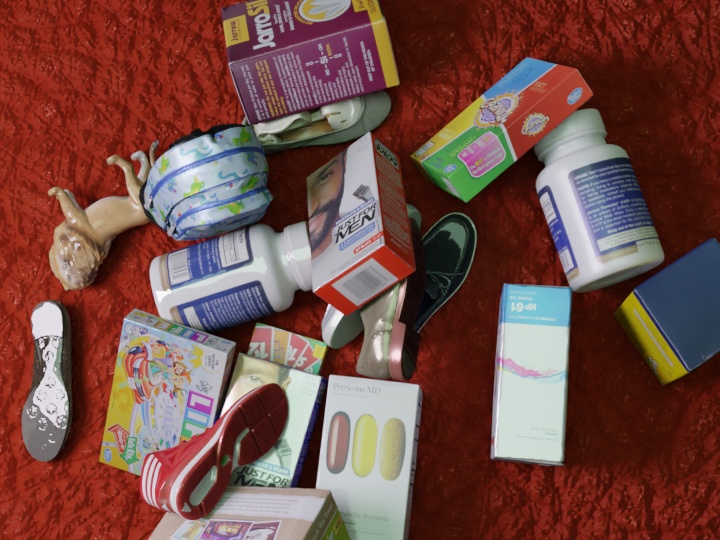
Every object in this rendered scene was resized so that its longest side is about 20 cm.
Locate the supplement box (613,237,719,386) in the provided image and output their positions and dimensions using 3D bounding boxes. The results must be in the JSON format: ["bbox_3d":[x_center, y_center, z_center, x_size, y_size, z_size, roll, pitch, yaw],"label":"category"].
[{"bbox_3d":[0.376,0.053,1.436,0.108,0.200,0.110,-33,79,-1],"label":"supplement box"}]

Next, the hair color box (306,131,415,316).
[{"bbox_3d":[-0.003,-0.058,1.487,0.111,0.064,0.201,-34,38,24],"label":"hair color box"}]

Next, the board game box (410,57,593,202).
[{"bbox_3d":[0.168,-0.175,1.520,0.200,0.153,0.040,-40,111,-3],"label":"board game box"}]

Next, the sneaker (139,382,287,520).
[{"bbox_3d":[-0.178,0.194,1.424,0.115,0.200,0.079,3,123,40],"label":"sneaker"}]

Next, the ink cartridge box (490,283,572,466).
[{"bbox_3d":[0.200,0.127,1.466,0.084,0.145,0.202,2,80,5],"label":"ink cartridge box"}]

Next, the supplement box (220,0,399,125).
[{"bbox_3d":[-0.064,-0.281,1.556,0.198,0.104,0.132,-16,45,1],"label":"supplement box"}]

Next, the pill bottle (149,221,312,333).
[{"bbox_3d":[-0.148,0.008,1.529,0.198,0.111,0.112,-17,79,5],"label":"pill bottle"}]

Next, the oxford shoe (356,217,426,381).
[{"bbox_3d":[0.032,0.030,1.472,0.074,0.070,0.202,-1,65,23],"label":"oxford shoe"}]

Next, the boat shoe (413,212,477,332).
[{"bbox_3d":[0.079,0.014,1.539,0.074,0.062,0.201,35,83,11],"label":"boat shoe"}]

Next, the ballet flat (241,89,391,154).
[{"bbox_3d":[-0.057,-0.192,1.585,0.198,0.064,0.068,-15,79,2],"label":"ballet flat"}]

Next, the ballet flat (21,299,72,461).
[{"bbox_3d":[-0.389,0.138,1.571,0.067,0.046,0.202,-2,85,8],"label":"ballet flat"}]

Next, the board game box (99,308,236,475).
[{"bbox_3d":[-0.234,0.160,1.505,0.133,0.034,0.202,17,112,8],"label":"board game box"}]

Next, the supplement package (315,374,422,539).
[{"bbox_3d":[0.009,0.233,1.482,0.113,0.110,0.202,5,81,6],"label":"supplement package"}]

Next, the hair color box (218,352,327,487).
[{"bbox_3d":[-0.120,0.210,1.496,0.108,0.065,0.202,15,82,8],"label":"hair color box"}]

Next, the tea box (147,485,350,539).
[{"bbox_3d":[-0.112,0.355,1.385,0.198,0.134,0.198,-2,123,28],"label":"tea box"}]

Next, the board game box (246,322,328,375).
[{"bbox_3d":[-0.113,0.174,1.547,0.095,0.030,0.202,16,84,7],"label":"board game box"}]

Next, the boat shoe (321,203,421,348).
[{"bbox_3d":[0.000,-0.001,1.552,0.071,0.070,0.202,28,85,30],"label":"boat shoe"}]

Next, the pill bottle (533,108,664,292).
[{"bbox_3d":[0.280,-0.086,1.509,0.119,0.120,0.202,-18,80,2],"label":"pill bottle"}]

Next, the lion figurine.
[{"bbox_3d":[-0.316,-0.070,1.584,0.199,0.072,0.123,-31,86,-5],"label":"lion figurine"}]

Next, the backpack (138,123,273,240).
[{"bbox_3d":[-0.176,-0.104,1.489,0.162,0.200,0.155,-13,69,-18],"label":"backpack"}]
